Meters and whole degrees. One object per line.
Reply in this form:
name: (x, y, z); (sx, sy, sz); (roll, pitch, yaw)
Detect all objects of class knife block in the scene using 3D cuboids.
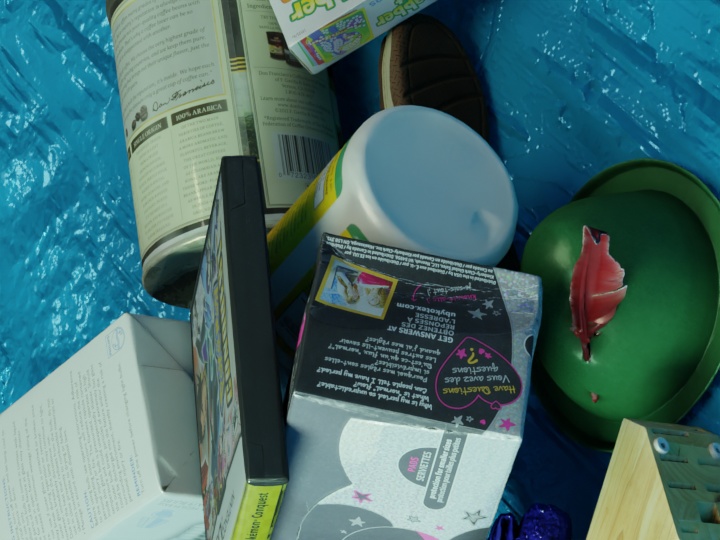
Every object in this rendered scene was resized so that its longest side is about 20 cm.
knife block: (0.146, 0.206, 1.512); (0.175, 0.064, 0.201); (-37, 56, 39)

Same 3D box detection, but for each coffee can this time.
coffee can: (-0.084, -0.093, 1.778); (0.146, 0.146, 0.201); (-29, 62, 43)

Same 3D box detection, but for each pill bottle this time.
pill bottle: (0.000, 0.000, 1.600); (0.200, 0.112, 0.113); (-48, 49, 47)

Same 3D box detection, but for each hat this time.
hat: (0.101, 0.003, 1.515); (0.200, 0.175, 0.166); (-51, 49, 30)

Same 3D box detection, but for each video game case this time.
video game case: (-0.072, 0.067, 1.539); (0.181, 0.025, 0.201); (107, 159, -59)

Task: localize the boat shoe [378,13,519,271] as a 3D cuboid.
boat shoe: (0.038, -0.057, 1.685); (0.075, 0.074, 0.204); (-35, 58, 48)

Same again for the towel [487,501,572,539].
towel: (0.071, 0.244, 1.523); (0.148, 0.049, 0.201); (114, 170, -53)

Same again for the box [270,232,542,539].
box: (0.019, 0.092, 1.525); (0.200, 0.131, 0.115); (104, 177, -54)

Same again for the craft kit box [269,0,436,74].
craft kit box: (0.014, -0.253, 1.708); (0.199, 0.049, 0.198); (-31, 60, 11)

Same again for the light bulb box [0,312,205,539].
light bulb box: (-0.115, 0.132, 1.733); (0.200, 0.197, 0.126); (-37, 55, 42)
